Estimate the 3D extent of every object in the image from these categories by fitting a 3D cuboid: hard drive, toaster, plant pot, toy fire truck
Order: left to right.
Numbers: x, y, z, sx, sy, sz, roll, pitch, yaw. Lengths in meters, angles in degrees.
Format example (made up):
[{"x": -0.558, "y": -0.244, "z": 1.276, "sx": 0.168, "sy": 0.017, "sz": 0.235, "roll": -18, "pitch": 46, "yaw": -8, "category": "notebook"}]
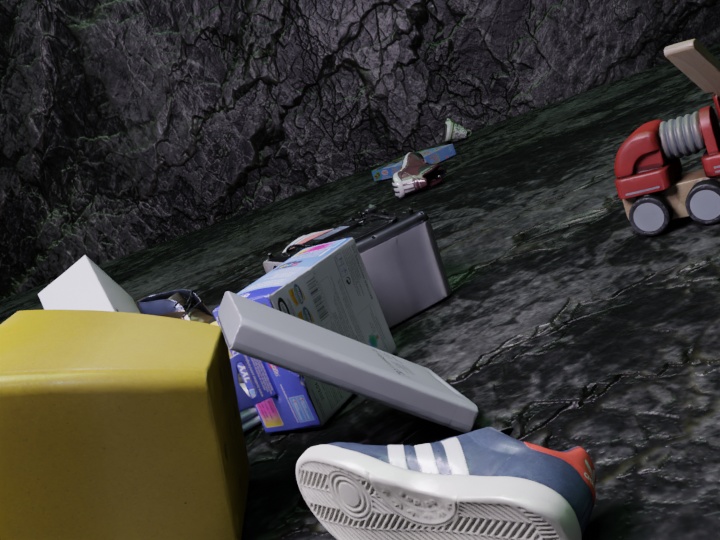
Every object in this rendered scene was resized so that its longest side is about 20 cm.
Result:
[{"x": -0.183, "y": 0.135, "z": 0.643, "sx": 0.175, "sy": 0.202, "sz": 0.200, "roll": -10, "pitch": 12, "yaw": -2, "category": "plant pot"}, {"x": -0.016, "y": 0.073, "z": 0.684, "sx": 0.199, "sy": 0.027, "sz": 0.132, "roll": 23, "pitch": 2, "yaw": -16, "category": "hard drive"}, {"x": 0.000, "y": 0.000, "z": 1.065, "sx": 0.199, "sy": 0.120, "sz": 0.180, "roll": -27, "pitch": 14, "yaw": -24, "category": "toaster"}, {"x": 0.361, "y": -0.152, "z": 0.930, "sx": 0.175, "sy": 0.202, "sz": 0.128, "roll": -12, "pitch": 14, "yaw": 35, "category": "toy fire truck"}]

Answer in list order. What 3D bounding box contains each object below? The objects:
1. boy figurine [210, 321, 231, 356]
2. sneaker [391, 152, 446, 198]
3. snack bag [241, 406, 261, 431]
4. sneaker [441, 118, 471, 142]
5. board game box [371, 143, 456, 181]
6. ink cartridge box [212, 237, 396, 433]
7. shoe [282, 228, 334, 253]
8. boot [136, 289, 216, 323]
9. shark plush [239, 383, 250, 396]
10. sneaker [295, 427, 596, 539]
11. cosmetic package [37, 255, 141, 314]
[{"x": -0.234, "y": 0.112, "z": 1.101, "sx": 0.198, "sy": 0.065, "sz": 0.124, "roll": -18, "pitch": 12, "yaw": 9, "category": "boy figurine"}, {"x": 0.152, "y": -0.228, "z": 1.958, "sx": 0.115, "sy": 0.076, "sz": 0.200, "roll": -10, "pitch": 26, "yaw": 23, "category": "sneaker"}, {"x": -0.196, "y": 0.169, "z": 0.888, "sx": 0.188, "sy": 0.022, "sz": 0.199, "roll": -29, "pitch": 15, "yaw": -37, "category": "snack bag"}, {"x": 0.302, "y": -0.429, "z": 2.629, "sx": 0.088, "sy": 0.078, "sz": 0.200, "roll": 13, "pitch": 16, "yaw": 5, "category": "sneaker"}, {"x": 0.146, "y": -0.299, "z": 2.335, "sx": 0.151, "sy": 0.037, "sz": 0.199, "roll": -28, "pitch": 15, "yaw": -32, "category": "board game box"}, {"x": -0.057, "y": 0.066, "z": 0.828, "sx": 0.076, "sy": 0.138, "sz": 0.200, "roll": -15, "pitch": 13, "yaw": 31, "category": "ink cartridge box"}, {"x": -0.038, "y": -0.039, "z": 1.410, "sx": 0.198, "sy": 0.072, "sz": 0.091, "roll": -19, "pitch": 6, "yaw": -15, "category": "shoe"}, {"x": -0.243, "y": 0.072, "z": 1.211, "sx": 0.199, "sy": 0.098, "sz": 0.075, "roll": -14, "pitch": 13, "yaw": 29, "category": "boot"}, {"x": -0.188, "y": 0.128, "z": 0.862, "sx": 0.199, "sy": 0.091, "sz": 0.084, "roll": 0, "pitch": 53, "yaw": 47, "category": "shark plush"}, {"x": 0.052, "y": 0.132, "z": 0.522, "sx": 0.199, "sy": 0.076, "sz": 0.084, "roll": 1, "pitch": 25, "yaw": 37, "category": "sneaker"}, {"x": -0.312, "y": 0.083, "z": 1.031, "sx": 0.085, "sy": 0.108, "sz": 0.200, "roll": -40, "pitch": 45, "yaw": -3, "category": "cosmetic package"}]
